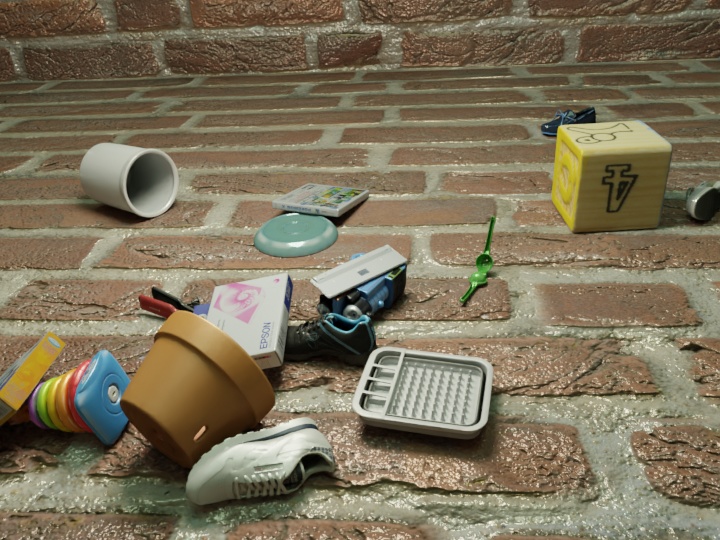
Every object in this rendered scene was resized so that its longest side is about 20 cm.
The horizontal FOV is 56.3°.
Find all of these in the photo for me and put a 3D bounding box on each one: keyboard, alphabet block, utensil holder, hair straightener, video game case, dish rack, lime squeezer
[{"bbox_3d":[0.000,0.000,1.236,0.199,0.011,0.056,-25,56,-36],"label":"keyboard"},{"bbox_3d":[0.562,-0.217,1.533,0.197,0.199,0.196,-3,27,1],"label":"alphabet block"},{"bbox_3d":[-0.596,-0.239,1.728,0.198,0.172,0.169,16,34,33],"label":"utensil holder"},{"bbox_3d":[-0.325,0.066,1.284,0.197,0.041,0.077,12,33,25],"label":"hair straightener"},{"bbox_3d":[-0.096,-0.179,1.689,0.180,0.022,0.200,9,23,21],"label":"video game case"},{"bbox_3d":[0.097,0.189,1.017,0.197,0.044,0.172,4,29,14],"label":"dish rack"},{"bbox_3d":[0.240,-0.004,1.329,0.037,0.071,0.202,21,65,11],"label":"lime squeezer"}]

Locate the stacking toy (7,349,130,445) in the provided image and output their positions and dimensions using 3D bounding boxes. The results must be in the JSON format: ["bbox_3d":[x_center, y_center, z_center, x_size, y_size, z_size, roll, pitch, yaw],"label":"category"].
[{"bbox_3d":[-0.455,0.202,1.019,0.197,0.111,0.117,-12,36,15],"label":"stacking toy"}]

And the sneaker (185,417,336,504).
[{"bbox_3d":[-0.130,0.262,0.887,0.198,0.077,0.081,-19,42,-23],"label":"sneaker"}]

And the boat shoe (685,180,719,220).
[{"bbox_3d":[0.787,-0.167,1.551,0.064,0.076,0.201,14,29,40],"label":"boat shoe"}]

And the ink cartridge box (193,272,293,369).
[{"bbox_3d":[-0.220,0.096,1.149,0.197,0.044,0.198,-11,38,9],"label":"ink cartridge box"}]

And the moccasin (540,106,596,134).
[{"bbox_3d":[0.649,-0.474,2.111,0.198,0.069,0.080,-17,32,-23],"label":"moccasin"}]

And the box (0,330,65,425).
[{"bbox_3d":[-0.535,0.176,1.041,0.119,0.042,0.201,-38,22,16],"label":"box"}]

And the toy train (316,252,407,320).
[{"bbox_3d":[0.003,0.037,1.259,0.113,0.088,0.200,19,36,25],"label":"toy train"}]

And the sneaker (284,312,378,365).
[{"bbox_3d":[-0.067,0.105,1.145,0.197,0.083,0.074,1,32,12],"label":"sneaker"}]

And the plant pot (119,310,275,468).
[{"bbox_3d":[-0.238,0.177,0.942,0.198,0.202,0.140,18,51,33],"label":"plant pot"}]

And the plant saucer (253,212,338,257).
[{"bbox_3d":[-0.150,-0.089,1.558,0.197,0.028,0.201,-2,29,1],"label":"plant saucer"}]
